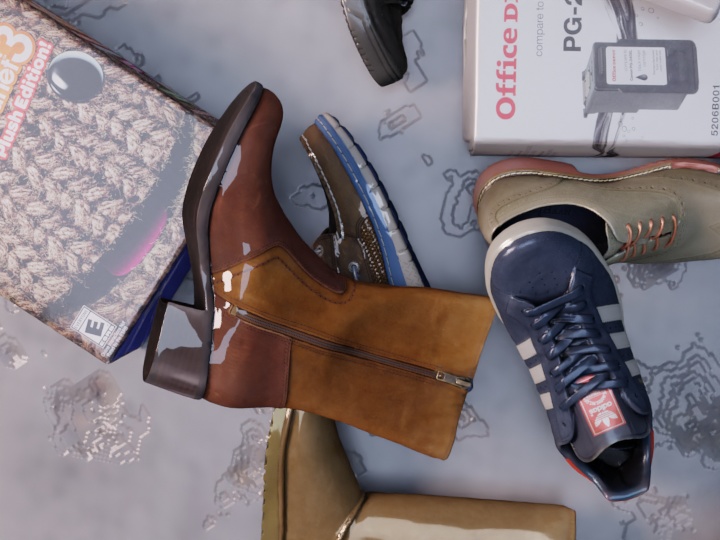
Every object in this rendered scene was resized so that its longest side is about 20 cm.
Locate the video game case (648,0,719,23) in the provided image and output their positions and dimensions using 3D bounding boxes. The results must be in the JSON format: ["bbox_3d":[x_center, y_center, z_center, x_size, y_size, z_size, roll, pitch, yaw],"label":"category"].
[{"bbox_3d":[0.142,-0.260,0.816,0.199,0.024,0.183,23,83,5],"label":"video game case"}]

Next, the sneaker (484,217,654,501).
[{"bbox_3d":[0.134,0.059,0.851,0.075,0.085,0.200,-24,125,10],"label":"sneaker"}]

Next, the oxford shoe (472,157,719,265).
[{"bbox_3d":[0.170,-0.025,0.886,0.199,0.074,0.071,0,120,3],"label":"oxford shoe"}]

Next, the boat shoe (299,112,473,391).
[{"bbox_3d":[0.000,0.000,0.905,0.072,0.072,0.201,-25,91,5],"label":"boat shoe"}]

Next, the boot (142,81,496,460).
[{"bbox_3d":[-0.009,0.003,0.835,0.199,0.068,0.189,14,88,-16],"label":"boot"}]

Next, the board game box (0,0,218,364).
[{"bbox_3d":[-0.190,-0.064,0.898,0.200,0.097,0.160,32,93,1],"label":"board game box"}]

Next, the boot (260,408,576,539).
[{"bbox_3d":[0.039,0.150,0.912,0.199,0.066,0.176,7,111,3],"label":"boot"}]

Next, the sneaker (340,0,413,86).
[{"bbox_3d":[0.026,-0.226,0.900,0.104,0.060,0.200,-17,88,8],"label":"sneaker"}]

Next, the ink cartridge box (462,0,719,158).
[{"bbox_3d":[0.164,-0.144,0.885,0.199,0.083,0.146,1,92,2],"label":"ink cartridge box"}]
